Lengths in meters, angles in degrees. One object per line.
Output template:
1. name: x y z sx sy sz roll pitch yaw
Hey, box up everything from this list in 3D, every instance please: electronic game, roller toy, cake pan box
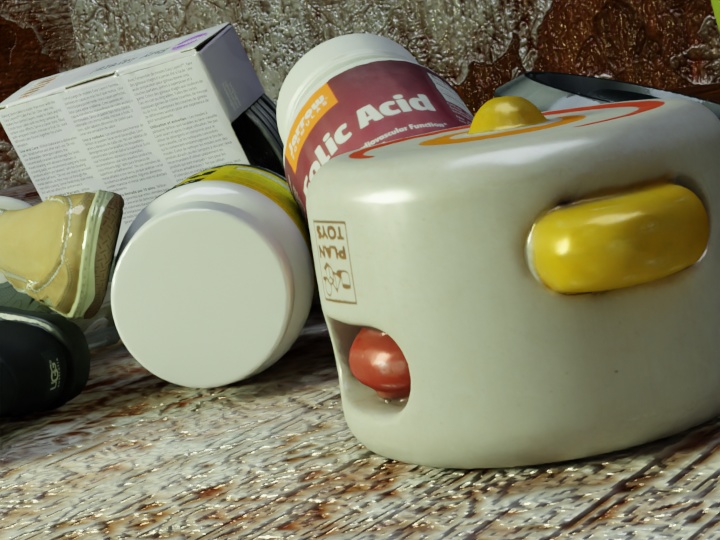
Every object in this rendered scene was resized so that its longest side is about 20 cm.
1. electronic game: 0.190 -0.103 1.202 0.199 0.042 0.200 10 14 -2
2. roller toy: 0.071 -0.004 0.736 0.181 0.141 0.200 -7 8 22
3. cake pan box: -0.126 -0.057 1.153 0.199 0.185 0.052 -11 26 37

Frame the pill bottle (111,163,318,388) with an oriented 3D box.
1. pill bottle: -0.080 0.001 0.992 0.114 0.115 0.200 -9 7 3

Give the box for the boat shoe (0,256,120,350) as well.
1. boat shoe: -0.225 0.044 1.111 0.074 0.065 0.202 18 27 31

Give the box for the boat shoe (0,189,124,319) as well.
1. boat shoe: -0.185 -0.010 1.001 0.076 0.072 0.200 16 -13 -12

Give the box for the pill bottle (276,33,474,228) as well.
1. pill bottle: 0.021 -0.049 0.968 0.114 0.115 0.200 -11 34 -11

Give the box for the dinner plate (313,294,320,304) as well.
1. dinner plate: 0.000 0.000 1.257 0.199 0.024 0.200 -9 7 1

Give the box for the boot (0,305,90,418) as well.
1. boot: -0.268 0.057 0.931 0.199 0.077 0.168 4 9 22

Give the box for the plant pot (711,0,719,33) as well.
1. plant pot: 0.447 -0.190 1.509 0.198 0.183 0.199 -16 10 -40

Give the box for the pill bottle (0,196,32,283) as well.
1. pill bottle: -0.309 -0.003 1.340 0.110 0.111 0.200 -13 9 -28
